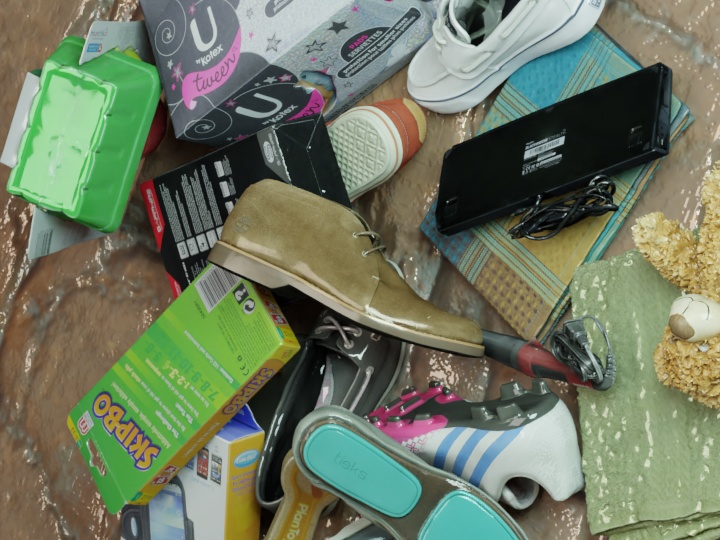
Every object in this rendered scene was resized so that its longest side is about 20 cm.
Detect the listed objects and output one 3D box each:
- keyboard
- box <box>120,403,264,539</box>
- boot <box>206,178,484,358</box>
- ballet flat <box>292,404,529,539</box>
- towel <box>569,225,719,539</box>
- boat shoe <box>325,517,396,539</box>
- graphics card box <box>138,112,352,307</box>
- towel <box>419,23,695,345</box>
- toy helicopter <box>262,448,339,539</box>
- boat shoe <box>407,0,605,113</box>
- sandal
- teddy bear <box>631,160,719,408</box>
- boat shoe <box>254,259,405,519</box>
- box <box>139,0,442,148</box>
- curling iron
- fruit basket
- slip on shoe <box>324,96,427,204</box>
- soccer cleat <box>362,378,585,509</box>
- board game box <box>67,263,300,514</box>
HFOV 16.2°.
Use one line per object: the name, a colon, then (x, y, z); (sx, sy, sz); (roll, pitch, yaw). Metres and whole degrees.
keyboard: (0.132, -0.063, 1.693); (0.200, 0.040, 0.104); (-20, 47, 42)
box: (-0.126, 0.173, 1.873); (0.119, 0.041, 0.200); (21, 118, 41)
boot: (0.000, 0.000, 1.719); (0.200, 0.074, 0.076); (24, 85, 7)
ballet flat: (0.042, 0.156, 1.694); (0.200, 0.064, 0.067); (37, 97, -4)
towel: (0.200, 0.077, 1.620); (0.148, 0.036, 0.200); (-19, 71, 41)
boat shoe: (-0.025, 0.230, 1.720); (0.062, 0.200, 0.073); (37, 154, 52)
graphics card box: (-0.079, -0.031, 1.847); (0.200, 0.051, 0.126); (-20, 87, 56)
towel: (0.130, -0.068, 1.723); (0.147, 0.022, 0.200); (48, 117, 38)
toy helicopter: (-0.048, 0.211, 1.782); (0.079, 0.132, 0.200); (-85, 15, -67)
boat shoe: (0.084, -0.170, 1.733); (0.200, 0.065, 0.074); (-32, 47, 48)
sandal: (-0.111, 0.093, 1.902); (0.200, 0.055, 0.082); (-8, 78, 37)
teddy bear: (0.238, -0.017, 1.544); (0.145, 0.067, 0.200); (40, 91, 28)
boat shoe: (-0.021, 0.085, 1.809); (0.067, 0.057, 0.200); (21, 94, 36)
box: (-0.049, -0.188, 1.851); (0.200, 0.115, 0.132); (-35, 60, 35)
curling iron: (0.114, 0.049, 1.682); (0.200, 0.026, 0.050); (8, 111, 66)
fruit basket: (-0.200, -0.107, 1.934); (0.094, 0.200, 0.185); (20, 102, 6)
slip on shoe: (-0.020, -0.078, 1.848); (0.200, 0.061, 0.074); (-24, 94, 52)
soccer cleat: (0.073, 0.124, 1.714); (0.200, 0.070, 0.086); (-5, 111, 55)
board game box: (-0.131, 0.082, 1.821); (0.200, 0.030, 0.096); (-44, 56, 22)
